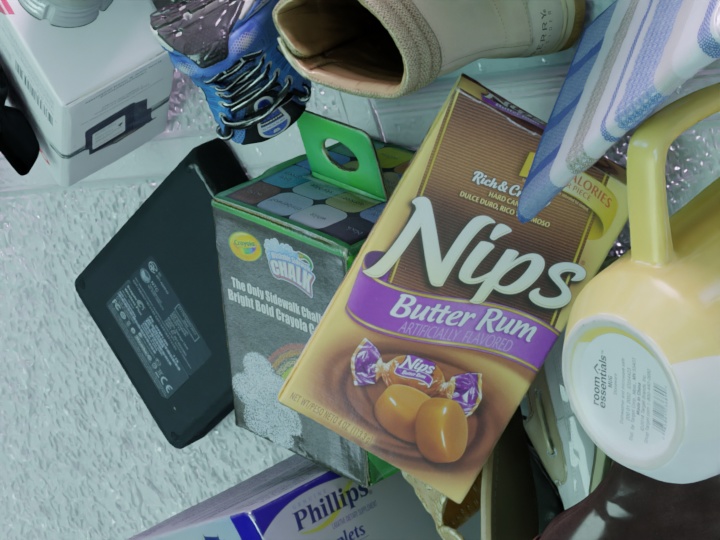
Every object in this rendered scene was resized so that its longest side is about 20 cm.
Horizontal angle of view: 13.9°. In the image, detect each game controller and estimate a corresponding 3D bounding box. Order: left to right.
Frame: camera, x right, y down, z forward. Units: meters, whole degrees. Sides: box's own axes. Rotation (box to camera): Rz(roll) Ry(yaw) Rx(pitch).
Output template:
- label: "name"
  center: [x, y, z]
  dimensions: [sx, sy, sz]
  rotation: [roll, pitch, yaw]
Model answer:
- label: "game controller"
  center: [-0.265, -0.140, 1.889]
  dimensions: [0.200, 0.042, 0.105]
  rotation: [52, 167, 43]

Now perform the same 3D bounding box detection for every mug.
- label: "mug"
  center: [0.174, 0.018, 1.503]
  dimensions: [0.187, 0.153, 0.149]
  rotation: [60, 144, 6]

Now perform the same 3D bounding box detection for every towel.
- label: "towel"
  center: [0.151, -0.118, 1.475]
  dimensions: [0.024, 0.147, 0.200]
  rotation: [32, 143, -11]

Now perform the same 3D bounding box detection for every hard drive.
- label: "hard drive"
  center: [-0.107, 0.018, 1.942]
  dimensions: [0.140, 0.033, 0.200]
  rotation: [58, 143, 8]

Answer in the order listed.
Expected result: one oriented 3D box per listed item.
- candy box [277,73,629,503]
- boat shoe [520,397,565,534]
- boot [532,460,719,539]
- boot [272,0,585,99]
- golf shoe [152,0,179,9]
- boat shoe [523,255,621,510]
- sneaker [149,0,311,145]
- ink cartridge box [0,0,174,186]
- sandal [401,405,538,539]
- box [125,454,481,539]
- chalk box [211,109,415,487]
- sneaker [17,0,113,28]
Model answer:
- label: "candy box"
  center: [0.054, 0.009, 1.593]
  dimensions: [0.116, 0.056, 0.201]
  rotation: [29, 102, -2]
- label: "boat shoe"
  center: [0.129, 0.167, 1.718]
  dimensions: [0.200, 0.064, 0.071]
  rotation: [57, 142, 10]
- label: "boot"
  center: [0.190, 0.173, 1.594]
  dimensions: [0.199, 0.073, 0.167]
  rotation: [22, 128, -17]
- label: "boot"
  center: [0.002, -0.164, 1.597]
  dimensions: [0.200, 0.155, 0.073]
  rotation: [39, 131, 28]
- label: "golf shoe"
  center: [-0.100, -0.187, 1.762]
  dimensions: [0.079, 0.097, 0.200]
  rotation: [60, 145, 2]
- label: "boat shoe"
  center: [0.134, 0.088, 1.666]
  dimensions: [0.068, 0.075, 0.201]
  rotation: [5, 104, 50]
- label: "sneaker"
  center: [-0.059, -0.118, 1.645]
  dimensions: [0.078, 0.200, 0.090]
  rotation: [-22, 92, 11]
- label: "ink cartridge box"
  center: [-0.186, -0.152, 1.837]
  dimensions: [0.145, 0.084, 0.200]
  rotation: [59, 168, 7]
- label: "sandal"
  center: [0.058, 0.106, 1.689]
  dimensions: [0.069, 0.078, 0.213]
  rotation: [-5, 72, 23]
- label: "box"
  center: [-0.032, 0.174, 1.818]
  dimensions: [0.200, 0.184, 0.105]
  rotation: [-22, 93, 54]
- label: "chalk box"
  center: [0.000, 0.000, 1.730]
  dimensions: [0.124, 0.124, 0.201]
  rotation: [22, 126, 43]
- label: "sneaker"
  center: [-0.133, -0.237, 1.707]
  dimensions: [0.078, 0.201, 0.090]
  rotation: [22, 152, -2]
